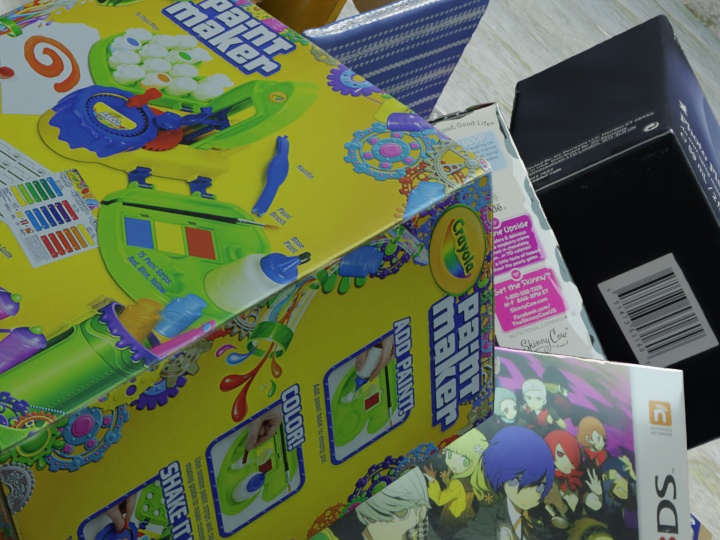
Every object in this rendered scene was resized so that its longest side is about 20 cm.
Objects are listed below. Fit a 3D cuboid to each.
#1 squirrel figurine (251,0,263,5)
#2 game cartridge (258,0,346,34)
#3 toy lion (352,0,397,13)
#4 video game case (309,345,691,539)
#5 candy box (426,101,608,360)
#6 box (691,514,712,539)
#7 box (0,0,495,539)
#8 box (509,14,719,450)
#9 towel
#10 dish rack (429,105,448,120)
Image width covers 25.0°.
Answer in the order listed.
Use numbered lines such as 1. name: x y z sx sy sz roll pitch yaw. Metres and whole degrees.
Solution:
1. squirrel figurine: -0.094 -0.143 1.030 0.186 0.141 0.200 43 23 -11
2. game cartridge: -0.103 -0.220 1.117 0.200 0.177 0.032 42 49 5
3. toy lion: -0.069 -0.222 1.155 0.200 0.191 0.069 46 41 -7
4. video game case: 0.046 0.120 0.669 0.198 0.036 0.183 9 68 -18
5. candy box: 0.073 0.029 0.897 0.060 0.137 0.202 -18 73 -15
6. box: 0.135 0.132 1.020 0.200 0.032 0.121 41 21 2
7. box: -0.086 0.003 0.585 0.192 0.123 0.200 -30 47 -25
8. box: 0.185 -0.025 1.032 0.201 0.122 0.199 59 21 -21
9. towel: -0.012 -0.077 0.885 0.144 0.201 0.024 -26 66 -38
10. dish rack: 0.079 -0.066 1.168 0.200 0.044 0.171 45 12 24
